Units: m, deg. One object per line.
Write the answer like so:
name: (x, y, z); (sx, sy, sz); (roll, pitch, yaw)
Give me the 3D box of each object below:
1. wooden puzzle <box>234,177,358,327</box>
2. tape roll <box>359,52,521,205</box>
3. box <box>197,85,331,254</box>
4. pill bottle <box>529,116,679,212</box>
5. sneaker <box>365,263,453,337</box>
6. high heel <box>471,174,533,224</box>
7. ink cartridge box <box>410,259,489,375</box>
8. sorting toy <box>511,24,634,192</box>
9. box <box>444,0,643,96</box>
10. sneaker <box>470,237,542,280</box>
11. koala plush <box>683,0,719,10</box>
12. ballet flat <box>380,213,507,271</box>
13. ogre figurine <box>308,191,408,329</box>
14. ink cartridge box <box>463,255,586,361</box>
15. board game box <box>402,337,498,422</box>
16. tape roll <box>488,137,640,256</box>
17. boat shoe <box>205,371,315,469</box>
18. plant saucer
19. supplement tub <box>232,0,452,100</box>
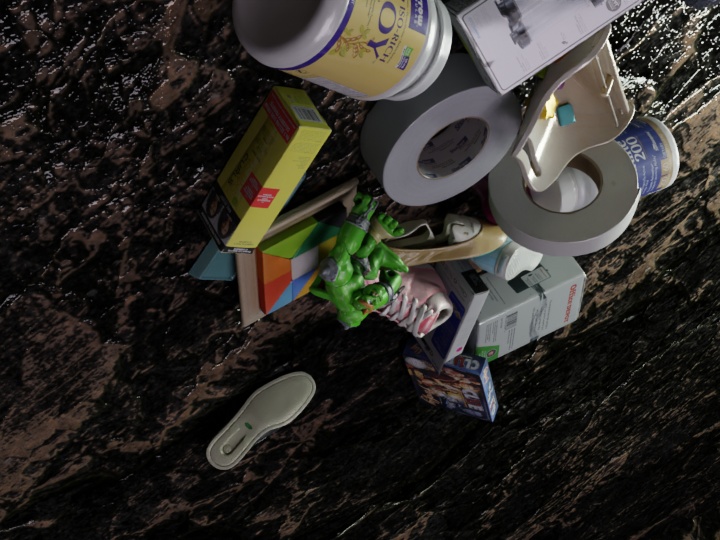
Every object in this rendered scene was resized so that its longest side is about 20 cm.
wooden puzzle: (-0.078, -0.017, 1.611); (0.185, 0.037, 0.200); (-29, 151, -23)
tape roll: (0.100, -0.174, 1.545); (0.200, 0.066, 0.200); (-24, 148, -16)
box: (-0.113, -0.113, 1.428); (0.050, 0.075, 0.200); (2, 137, -43)
pill bottle: (0.346, -0.143, 1.768); (0.200, 0.111, 0.111); (-20, 147, -21)
sneaker: (0.054, 0.042, 1.775); (0.200, 0.105, 0.075); (0, 139, -41)
high heel: (0.231, -0.078, 1.770); (0.067, 0.096, 0.200); (-40, 149, 13)
ink cartridge box: (0.133, 0.063, 1.884); (0.037, 0.095, 0.200); (-14, 145, -29)
sorting toy: (0.246, -0.196, 1.537); (0.180, 0.107, 0.200); (-60, 151, -12)
box: (0.208, -0.306, 1.412); (0.200, 0.060, 0.117); (-35, 117, 2)
sneaker: (0.224, -0.041, 1.861); (0.200, 0.082, 0.074); (-16, 129, -63)
koala plush: (0.370, -0.430, 1.340); (0.184, 0.177, 0.200); (-44, 149, -4)
ballet flat: (0.108, -0.045, 1.709); (0.200, 0.069, 0.063); (-13, 132, -7)
ogre figurine: (0.000, 0.000, 1.612); (0.120, 0.098, 0.200); (-52, 169, -21)
ink cartridge box: (0.254, 0.054, 1.994); (0.200, 0.083, 0.147); (-23, 148, -14)
board game box: (0.152, 0.183, 2.047); (0.200, 0.135, 0.035); (68, 40, -59)
tape roll: (0.272, -0.110, 1.659); (0.203, 0.203, 0.037); (-26, 149, -11)
boat shoe: (-0.155, 0.222, 1.896); (0.200, 0.072, 0.068); (-40, -174, -1)
plant saucer: (-0.139, -0.058, 1.539); (0.070, 0.019, 0.200); (3, 134, -45)
supplement tub: (-0.014, -0.254, 1.246); (0.200, 0.146, 0.145); (11, 129, -50)
